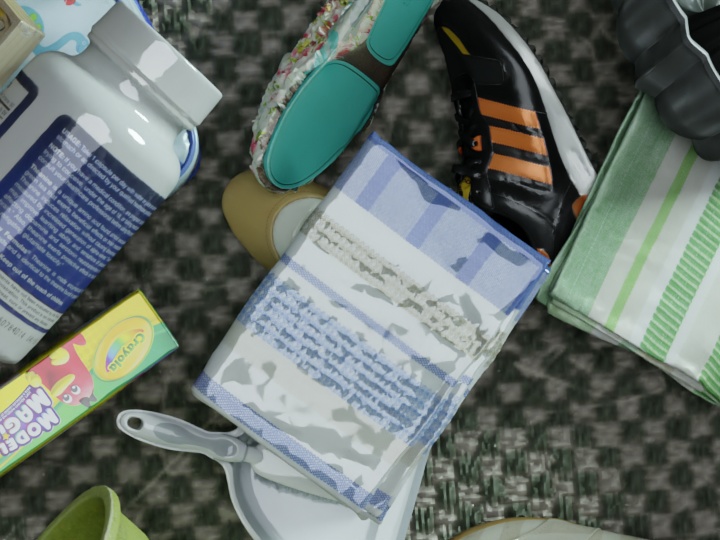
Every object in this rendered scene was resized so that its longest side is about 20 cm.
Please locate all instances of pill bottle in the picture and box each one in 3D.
[{"bbox_3d":[-0.175,-0.054,1.254,0.111,0.111,0.200,42,90,-3],"label":"pill bottle"}]

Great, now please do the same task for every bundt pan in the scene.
[{"bbox_3d":[0.236,-0.144,1.357,0.201,0.076,0.203,21,52,-29],"label":"bundt pan"}]

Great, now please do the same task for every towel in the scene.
[{"bbox_3d":[0.007,0.037,1.334,0.147,0.024,0.201,35,93,-6],"label":"towel"},{"bbox_3d":[0.221,-0.001,1.384,0.199,0.023,0.153,30,84,-22],"label":"towel"}]

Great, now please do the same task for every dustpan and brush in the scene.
[{"bbox_3d":[-0.057,0.119,1.367,0.199,0.057,0.140,16,88,-4],"label":"dustpan and brush"}]

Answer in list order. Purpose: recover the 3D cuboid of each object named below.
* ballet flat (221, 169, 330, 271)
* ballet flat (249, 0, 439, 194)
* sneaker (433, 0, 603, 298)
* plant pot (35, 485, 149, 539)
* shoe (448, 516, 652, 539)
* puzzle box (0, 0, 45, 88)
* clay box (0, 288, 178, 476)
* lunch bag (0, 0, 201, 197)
[{"bbox_3d":[0.000,0.000,1.374,0.200,0.063,0.069,37,79,-3],"label":"ballet flat"},{"bbox_3d":[-0.013,-0.137,1.379,0.200,0.064,0.076,-54,130,-8],"label":"ballet flat"},{"bbox_3d":[0.087,-0.076,1.376,0.090,0.070,0.201,-31,94,-14],"label":"sneaker"},{"bbox_3d":[-0.131,0.262,1.306,0.184,0.200,0.201,34,86,-15],"label":"plant pot"},{"bbox_3d":[0.145,0.196,1.388,0.198,0.053,0.070,4,88,-5],"label":"shoe"},{"bbox_3d":[-0.285,-0.150,1.287,0.133,0.025,0.200,-49,59,8],"label":"puzzle box"},{"bbox_3d":[-0.204,0.086,1.328,0.200,0.115,0.048,-37,93,-4],"label":"clay box"},{"bbox_3d":[-0.197,-0.114,1.348,0.160,0.082,0.201,-30,91,-3],"label":"lunch bag"}]
